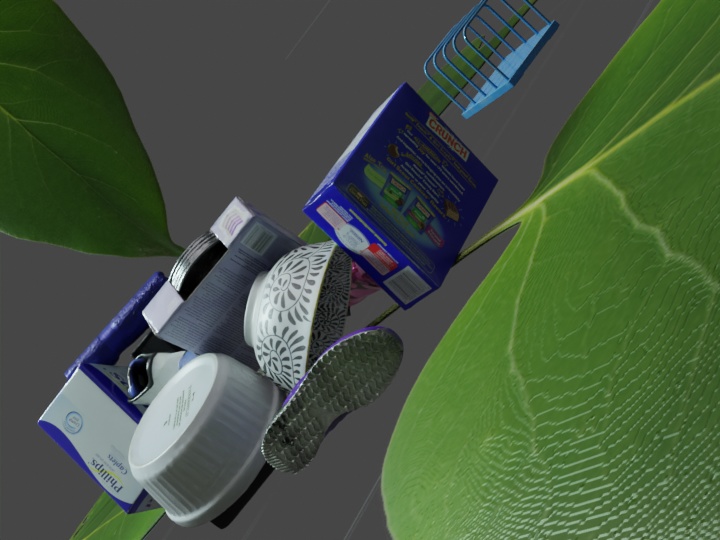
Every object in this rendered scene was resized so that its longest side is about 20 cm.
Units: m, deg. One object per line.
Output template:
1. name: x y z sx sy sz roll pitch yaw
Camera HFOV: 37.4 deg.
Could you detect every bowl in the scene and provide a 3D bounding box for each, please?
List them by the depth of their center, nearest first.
1. bowl: -0.078 0.052 1.231 0.201 0.093 0.204 12 -90 -81

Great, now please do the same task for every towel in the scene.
1. towel: -0.343 0.091 1.539 0.200 0.049 0.148 -49 7 -11

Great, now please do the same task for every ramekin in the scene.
1. ramekin: -0.185 0.188 1.236 0.202 0.094 0.203 -41 23 22

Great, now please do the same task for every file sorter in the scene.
1. file sorter: 0.208 -0.366 1.766 0.139 0.122 0.200 -53 9 -16

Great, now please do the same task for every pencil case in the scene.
1. pencil case: 0.000 0.000 1.400 0.092 0.092 0.200 -12 -8 -20

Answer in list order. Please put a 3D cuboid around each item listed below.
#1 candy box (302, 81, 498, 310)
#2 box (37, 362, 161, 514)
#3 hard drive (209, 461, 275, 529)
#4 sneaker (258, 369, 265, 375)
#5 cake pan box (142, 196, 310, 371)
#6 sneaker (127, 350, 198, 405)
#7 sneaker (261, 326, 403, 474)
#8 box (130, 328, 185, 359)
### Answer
1. candy box: 0.051 -0.088 1.218 0.077 0.169 0.201 -32 18 49
2. box: -0.309 0.228 1.471 0.105 0.183 0.200 -52 -16 4
3. hard drive: -0.151 0.215 1.299 0.140 0.033 0.200 -50 22 -2
4. sneaker: -0.162 0.190 1.457 0.075 0.081 0.201 -41 15 39
5. cake pan box: -0.142 0.026 1.290 0.185 0.199 0.052 -52 52 5
6. sneaker: -0.247 0.151 1.409 0.200 0.113 0.082 88 -175 -62
7. sneaker: -0.027 0.114 1.097 0.200 0.069 0.100 -46 7 26
8. box: -0.233 0.139 1.636 0.142 0.200 0.079 -51 8 -12
